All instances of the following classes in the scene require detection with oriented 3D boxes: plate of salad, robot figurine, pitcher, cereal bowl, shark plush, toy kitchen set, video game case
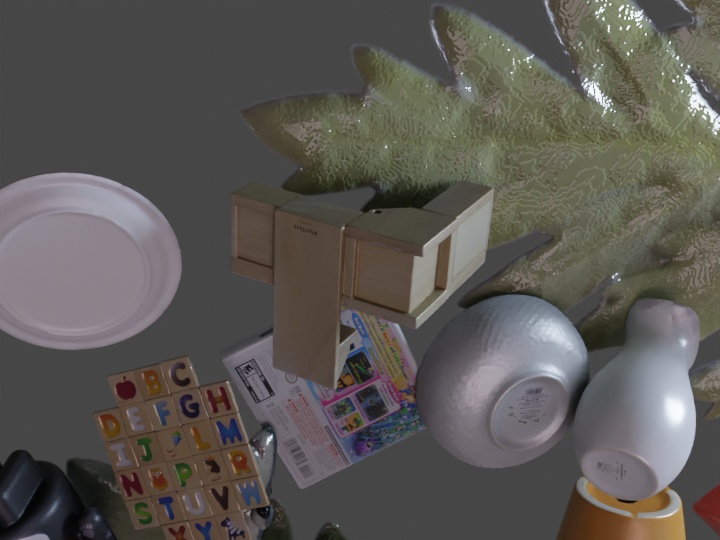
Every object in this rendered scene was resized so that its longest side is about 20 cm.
[{"bbox_3d":[-0.265,-0.009,0.879,0.197,0.048,0.202,-7,129,-8],"label":"plate of salad"},{"bbox_3d":[-0.334,0.277,0.977,0.124,0.149,0.202,-37,124,-26],"label":"robot figurine"},{"bbox_3d":[0.303,0.158,1.026,0.120,0.201,0.173,9,134,27],"label":"pitcher"},{"bbox_3d":[0.163,0.132,1.021,0.197,0.083,0.203,-8,118,-16],"label":"cereal bowl"},{"bbox_3d":[-0.111,0.263,1.042,0.090,0.084,0.202,10,131,22],"label":"shark plush"},{"bbox_3d":[0.000,0.000,0.932,0.197,0.180,0.166,16,118,24],"label":"toy kitchen set"},{"bbox_3d":[-0.027,0.125,1.021,0.180,0.024,0.202,-26,120,1],"label":"video game case"}]

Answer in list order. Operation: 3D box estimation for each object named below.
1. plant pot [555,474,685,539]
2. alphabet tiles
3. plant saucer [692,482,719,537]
[{"bbox_3d":[0.310,0.350,1.139,0.197,0.200,0.186,0,102,-13],"label":"plant pot"},{"bbox_3d":[-0.184,0.190,0.967,0.164,0.006,0.203,-14,100,21],"label":"alphabet tiles"},{"bbox_3d":[0.566,0.308,1.252,0.199,0.037,0.200,-42,118,11],"label":"plant saucer"}]
